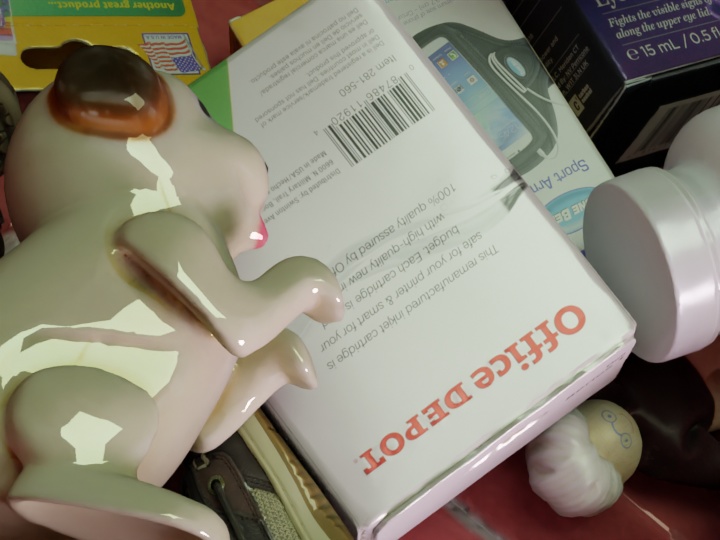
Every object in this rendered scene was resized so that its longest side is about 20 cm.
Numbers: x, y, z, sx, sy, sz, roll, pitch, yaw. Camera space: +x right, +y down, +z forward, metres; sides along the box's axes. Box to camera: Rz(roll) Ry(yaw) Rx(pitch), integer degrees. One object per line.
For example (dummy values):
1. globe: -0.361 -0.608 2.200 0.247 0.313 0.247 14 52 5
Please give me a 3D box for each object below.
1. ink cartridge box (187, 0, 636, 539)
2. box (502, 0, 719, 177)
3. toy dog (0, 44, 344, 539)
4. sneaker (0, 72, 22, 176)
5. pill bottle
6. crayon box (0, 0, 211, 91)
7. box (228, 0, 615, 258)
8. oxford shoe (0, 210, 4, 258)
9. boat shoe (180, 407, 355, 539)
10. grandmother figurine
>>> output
1. ink cartridge box: 0.000 0.000 1.178 0.146 0.084 0.200 -35 77 -10
2. box: 0.111 -0.153 1.360 0.147 0.104 0.201 -18 68 -34
3. toy dog: -0.102 0.018 1.068 0.193 0.140 0.201 11 64 9
4. sneaker: -0.233 -0.038 1.124 0.199 0.071 0.076 -15 21 -8
5. pill bottle: 0.202 -0.028 1.218 0.199 0.112 0.112 -18 66 -20
6. crayon box: -0.153 -0.149 1.258 0.125 0.052 0.201 -2 59 -28
7. box: 0.037 -0.052 1.269 0.119 0.042 0.201 -26 73 -12
8. oxford shoe: -0.198 0.041 1.104 0.085 0.072 0.200 59 43 -15
9. boat shoe: -0.044 0.108 1.122 0.066 0.072 0.201 -34 64 -9
10. grandmother figurine: 0.141 0.050 1.267 0.121 0.061 0.200 42 46 17
